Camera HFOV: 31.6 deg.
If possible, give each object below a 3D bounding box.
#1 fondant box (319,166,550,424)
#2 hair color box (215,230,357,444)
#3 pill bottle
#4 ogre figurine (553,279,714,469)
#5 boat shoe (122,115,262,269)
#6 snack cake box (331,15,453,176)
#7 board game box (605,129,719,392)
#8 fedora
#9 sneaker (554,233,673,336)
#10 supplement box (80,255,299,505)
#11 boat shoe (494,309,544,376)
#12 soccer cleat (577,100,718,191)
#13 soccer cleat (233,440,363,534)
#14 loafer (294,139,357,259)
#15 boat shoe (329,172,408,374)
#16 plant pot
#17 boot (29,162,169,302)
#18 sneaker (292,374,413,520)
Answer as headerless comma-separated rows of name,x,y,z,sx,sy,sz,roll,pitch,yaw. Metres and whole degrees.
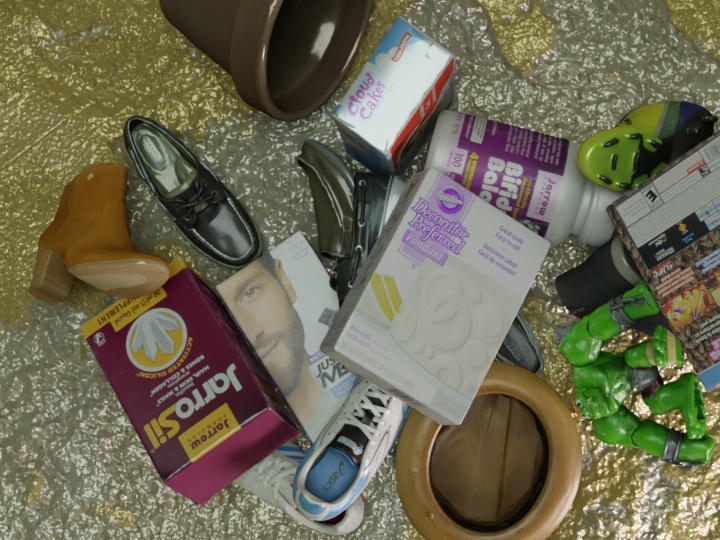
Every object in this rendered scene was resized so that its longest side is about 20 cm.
fondant box,0.072,0.025,1.215,0.144,0.058,0.201,31,76,-11
hair color box,-0.051,0.073,1.324,0.109,0.065,0.201,-33,83,0
pill bottle,0.163,-0.087,1.297,0.198,0.112,0.113,14,86,3
ogre figurine,0.270,0.111,1.269,0.119,0.200,0.099,-11,43,35
boat shoe,-0.184,-0.083,1.343,0.072,0.066,0.201,-41,84,-1
snack cake box,0.036,-0.162,1.268,0.067,0.200,0.115,36,88,6
board game box,0.355,-0.017,1.184,0.159,0.096,0.201,-36,75,39
fedora,0.126,0.188,1.288,0.199,0.082,0.203,0,95,-1
sneaker,0.300,0.039,1.308,0.200,0.106,0.075,38,52,-18
supplement box,-0.172,0.110,1.280,0.130,0.103,0.201,-35,64,0
boat shoe,0.125,0.031,1.307,0.072,0.071,0.200,-42,88,-11
soccer cleat,0.275,-0.127,1.274,0.083,0.199,0.065,24,124,44
soccer cleat,-0.084,0.205,1.303,0.199,0.086,0.070,28,87,6
loafer,-0.017,-0.044,1.325,0.069,0.075,0.201,-31,84,-4
boat shoe,0.000,0.000,1.264,0.056,0.069,0.202,13,84,-2
plant pot,-0.108,-0.279,1.308,0.174,0.200,0.201,28,87,22
boot,-0.256,-0.047,1.293,0.200,0.071,0.145,-8,59,38
sneaker,0.002,0.155,1.241,0.072,0.073,0.201,31,76,0
